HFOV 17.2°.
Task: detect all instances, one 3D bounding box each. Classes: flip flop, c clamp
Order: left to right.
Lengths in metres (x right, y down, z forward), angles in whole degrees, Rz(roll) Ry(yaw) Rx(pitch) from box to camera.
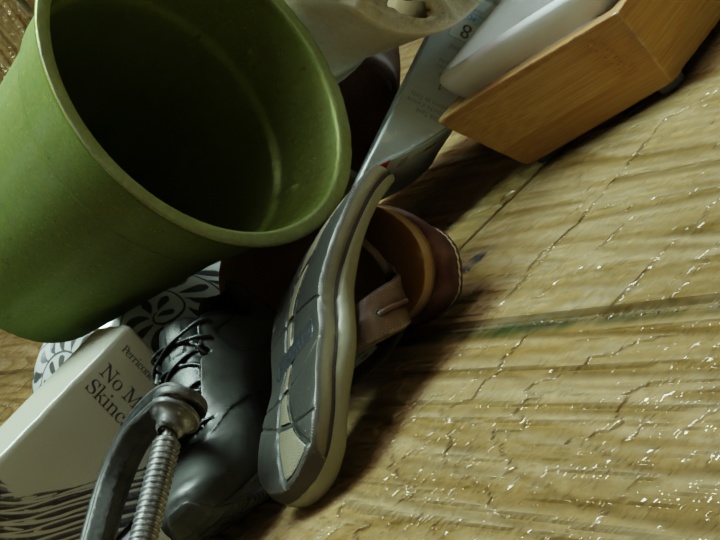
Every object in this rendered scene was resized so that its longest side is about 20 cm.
[{"bbox_3d":[-0.107,0.132,1.116,0.171,0.027,0.201,129,156,-49],"label":"c clamp"},{"bbox_3d":[-0.005,0.035,1.176,0.081,0.057,0.201,-54,21,44],"label":"flip flop"}]

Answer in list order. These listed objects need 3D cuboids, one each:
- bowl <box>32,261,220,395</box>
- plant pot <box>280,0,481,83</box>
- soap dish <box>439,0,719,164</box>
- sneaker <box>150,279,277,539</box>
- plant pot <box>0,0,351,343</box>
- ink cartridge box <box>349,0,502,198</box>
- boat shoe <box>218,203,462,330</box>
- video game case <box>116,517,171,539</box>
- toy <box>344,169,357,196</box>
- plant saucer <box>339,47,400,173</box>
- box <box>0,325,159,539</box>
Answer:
[{"bbox_3d":[-0.132,0.039,1.453,0.200,0.094,0.201,-35,-1,0],"label":"bowl"},{"bbox_3d":[-0.014,-0.200,1.392,0.200,0.201,0.183,-45,23,-22],"label":"plant pot"},{"bbox_3d":[0.149,-0.155,1.373,0.157,0.081,0.200,-30,15,48],"label":"soap dish"},{"bbox_3d":[-0.076,0.073,1.227,0.076,0.091,0.200,-36,12,20],"label":"sneaker"},{"bbox_3d":[-0.139,-0.057,1.309,0.190,0.200,0.200,-38,9,41],"label":"plant pot"},{"bbox_3d":[0.026,-0.067,1.488,0.160,0.047,0.201,126,169,-80],"label":"ink cartridge box"},{"bbox_3d":[0.000,0.000,1.304,0.070,0.071,0.200,4,-1,-33],"label":"boat shoe"},{"bbox_3d":[-0.121,0.126,1.364,0.182,0.024,0.200,-35,13,36],"label":"video game case"},{"bbox_3d":[-0.066,-0.034,1.525,0.115,0.047,0.200,-41,-25,11],"label":"toy"},{"bbox_3d":[-0.048,-0.089,1.561,0.200,0.035,0.201,-30,-28,-18],"label":"plant saucer"},{"bbox_3d":[-0.174,0.126,1.277,0.200,0.082,0.068,-48,12,-17],"label":"box"}]
